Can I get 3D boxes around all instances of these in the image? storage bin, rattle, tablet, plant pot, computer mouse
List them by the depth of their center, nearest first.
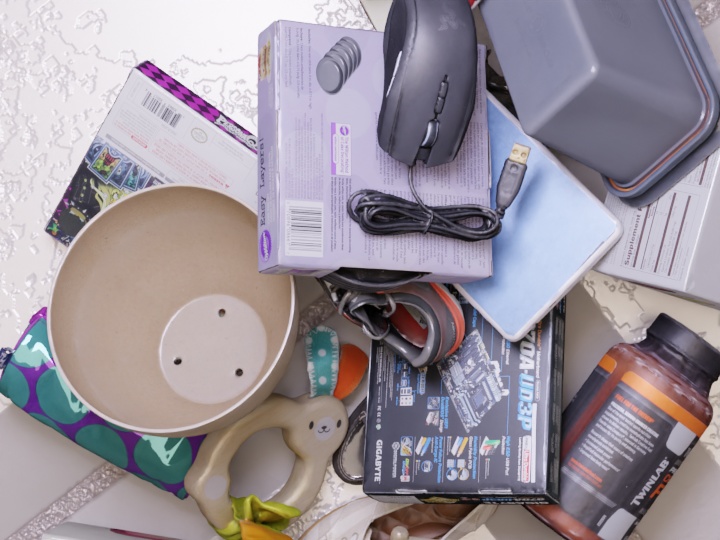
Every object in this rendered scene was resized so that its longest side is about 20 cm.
[{"bbox_3d":[0.076,-0.115,1.397,0.140,0.046,0.201,11,93,-25],"label":"computer mouse"},{"bbox_3d":[0.170,-0.162,1.435,0.146,0.134,0.201,-42,47,33],"label":"storage bin"},{"bbox_3d":[0.100,-0.055,1.492,0.130,0.014,0.200,-46,70,8],"label":"tablet"},{"bbox_3d":[-0.136,0.046,1.495,0.199,0.135,0.201,-3,72,10],"label":"plant pot"},{"bbox_3d":[-0.038,0.148,1.531,0.200,0.143,0.130,-40,109,-15],"label":"rattle"}]

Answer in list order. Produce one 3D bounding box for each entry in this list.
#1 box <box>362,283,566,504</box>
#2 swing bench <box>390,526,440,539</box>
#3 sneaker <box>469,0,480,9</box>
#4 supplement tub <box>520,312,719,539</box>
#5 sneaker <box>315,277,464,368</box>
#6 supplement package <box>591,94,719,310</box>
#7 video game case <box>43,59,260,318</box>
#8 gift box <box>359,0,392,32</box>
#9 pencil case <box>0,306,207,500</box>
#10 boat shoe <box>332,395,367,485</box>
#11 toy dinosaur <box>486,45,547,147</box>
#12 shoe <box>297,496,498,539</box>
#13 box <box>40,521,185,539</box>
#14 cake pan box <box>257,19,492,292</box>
[{"bbox_3d":[0.086,0.090,1.530,0.158,0.046,0.201,-3,74,20],"label":"box"},{"bbox_3d":[0.111,0.329,1.534,0.198,0.200,0.130,7,46,1],"label":"swing bench"},{"bbox_3d":[0.008,-0.255,1.409,0.200,0.077,0.085,32,105,-8],"label":"sneaker"},{"bbox_3d":[0.222,0.136,1.553,0.107,0.107,0.200,36,92,2],"label":"supplement tub"},{"bbox_3d":[0.000,0.000,1.479,0.200,0.082,0.077,40,114,2],"label":"sneaker"},{"bbox_3d":[0.305,-0.045,1.498,0.199,0.111,0.156,15,91,-38],"label":"supplement package"},{"bbox_3d":[-0.146,-0.049,1.570,0.200,0.036,0.182,35,117,2],"label":"video game case"},{"bbox_3d":[0.031,-0.313,1.530,0.184,0.200,0.187,-29,103,-1],"label":"gift box"},{"bbox_3d":[-0.211,0.111,1.583,0.199,0.085,0.093,30,118,2],"label":"pencil case"},{"bbox_3d":[0.053,0.110,1.585,0.200,0.057,0.067,-40,88,2],"label":"boat shoe"},{"bbox_3d":[0.103,-0.121,1.550,0.199,0.077,0.102,-24,53,-24],"label":"toy dinosaur"},{"bbox_3d":[0.026,0.222,1.588,0.199,0.053,0.070,-26,90,2],"label":"shoe"},{"bbox_3d":[-0.173,0.293,1.569,0.199,0.109,0.129,9,90,3],"label":"box"},{"bbox_3d":[0.011,-0.085,1.438,0.183,0.052,0.201,1,81,-23],"label":"cake pan box"}]
